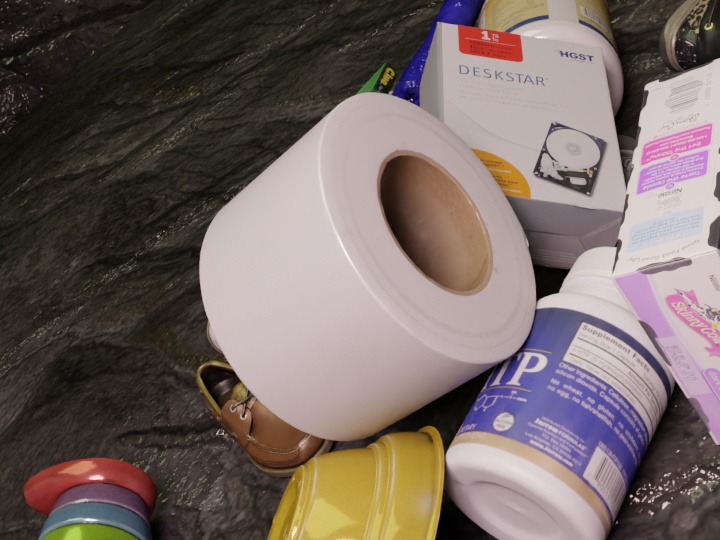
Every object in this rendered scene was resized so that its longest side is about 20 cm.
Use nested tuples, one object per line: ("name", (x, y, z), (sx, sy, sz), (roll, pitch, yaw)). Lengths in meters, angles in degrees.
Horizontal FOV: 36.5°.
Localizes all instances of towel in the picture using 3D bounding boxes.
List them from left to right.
("towel", (0.073, -0.220, 1.171), (0.201, 0.049, 0.148), (-62, -5, -31))

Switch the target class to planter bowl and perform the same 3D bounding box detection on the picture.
("planter bowl", (-0.018, 0.191, 0.748), (0.200, 0.082, 0.203), (-160, 90, -81))

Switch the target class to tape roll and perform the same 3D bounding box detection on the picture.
("tape roll", (0.007, -0.001, 0.760), (0.139, 0.202, 0.204), (-36, 25, 38))

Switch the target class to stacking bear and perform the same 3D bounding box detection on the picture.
("stacking bear", (-0.244, 0.281, 0.975), (0.113, 0.121, 0.202), (-33, 38, 26))

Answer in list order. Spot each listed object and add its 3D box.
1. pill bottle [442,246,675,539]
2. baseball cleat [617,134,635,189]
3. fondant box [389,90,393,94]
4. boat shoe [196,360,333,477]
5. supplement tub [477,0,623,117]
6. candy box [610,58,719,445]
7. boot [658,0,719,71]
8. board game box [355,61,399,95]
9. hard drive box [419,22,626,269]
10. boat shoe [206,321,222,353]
("pill bottle", (0.150, 0.087, 0.759), (0.119, 0.120, 0.201), (-2, 45, 48))
("baseball cleat", (0.240, -0.074, 0.899), (0.069, 0.107, 0.201), (0, 40, -4))
("fondant box", (0.021, -0.129, 1.284), (0.143, 0.058, 0.201), (3, 51, 52))
("boat shoe", (-0.102, 0.137, 1.040), (0.072, 0.068, 0.199), (-48, 30, -20))
("supplement tub", (0.192, -0.228, 1.130), (0.143, 0.145, 0.201), (-25, 31, 24))
("candy box", (0.247, -0.015, 0.738), (0.071, 0.168, 0.201), (-16, 36, 34))
("boot", (0.393, -0.258, 1.015), (0.204, 0.074, 0.153), (-49, 32, -8))
("board game box", (-0.033, -0.140, 1.214), (0.200, 0.023, 0.105), (-40, 17, 46))
("hard drive box", (0.131, -0.106, 0.920), (0.153, 0.077, 0.202), (7, 50, -6))
("boat shoe", (-0.083, 0.017, 1.182), (0.200, 0.075, 0.068), (-43, 23, -8))
